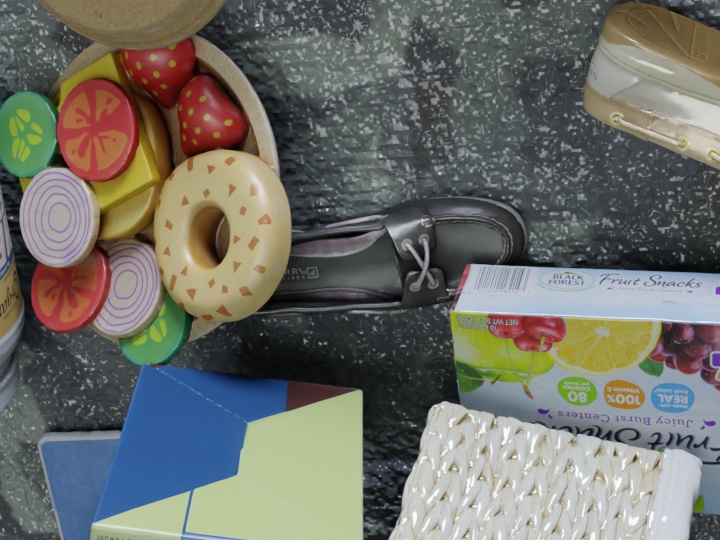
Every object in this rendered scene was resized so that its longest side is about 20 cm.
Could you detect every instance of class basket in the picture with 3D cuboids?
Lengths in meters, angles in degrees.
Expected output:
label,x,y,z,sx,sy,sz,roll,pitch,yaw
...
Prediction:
label,x,y,z,sx,sy,sz,roll,pitch,yaw
basket,0.086,0.215,0.900,0.160,0.201,0.199,13,139,7

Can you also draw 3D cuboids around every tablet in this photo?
label,x,y,z,sx,sy,sz,roll,pitch,yaw
tablet,-0.118,0.166,1.084,0.199,0.014,0.131,-4,109,18

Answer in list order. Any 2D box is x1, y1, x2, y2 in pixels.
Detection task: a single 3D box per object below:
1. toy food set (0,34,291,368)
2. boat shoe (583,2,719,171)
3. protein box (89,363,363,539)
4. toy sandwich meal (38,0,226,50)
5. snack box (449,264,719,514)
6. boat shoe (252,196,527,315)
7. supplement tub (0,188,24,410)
label,x,y,z,sx,sy,sz,roll,pitch,yaw
toy food set,-0.132,-0.045,0.952,0.197,0.049,0.201,-26,79,30
boat shoe,0.213,-0.074,0.859,0.199,0.074,0.069,28,128,7
protein box,-0.076,0.188,0.883,0.134,0.199,0.201,7,110,-2
toy sandwich meal,-0.131,-0.225,0.891,0.204,0.070,0.206,12,116,27
snack box,0.159,0.070,0.922,0.199,0.053,0.143,2,127,17
boat shoe,0.000,0.000,0.957,0.199,0.057,0.067,-7,109,20
supplement tub,-0.288,-0.007,0.989,0.144,0.145,0.201,5,122,15
